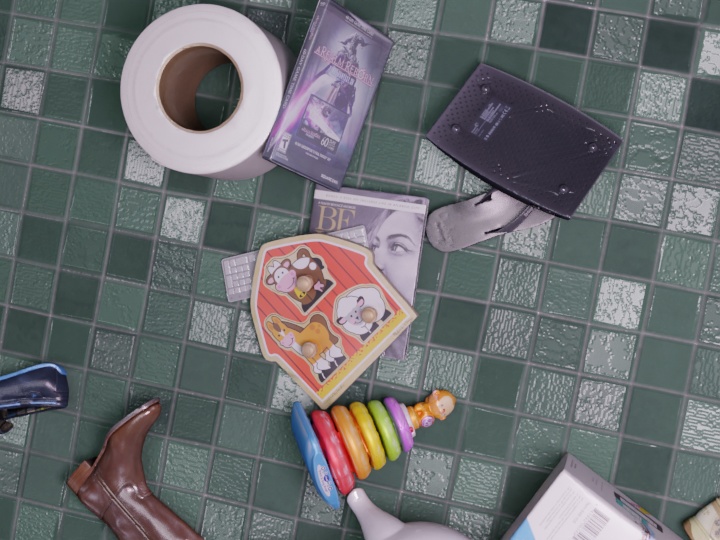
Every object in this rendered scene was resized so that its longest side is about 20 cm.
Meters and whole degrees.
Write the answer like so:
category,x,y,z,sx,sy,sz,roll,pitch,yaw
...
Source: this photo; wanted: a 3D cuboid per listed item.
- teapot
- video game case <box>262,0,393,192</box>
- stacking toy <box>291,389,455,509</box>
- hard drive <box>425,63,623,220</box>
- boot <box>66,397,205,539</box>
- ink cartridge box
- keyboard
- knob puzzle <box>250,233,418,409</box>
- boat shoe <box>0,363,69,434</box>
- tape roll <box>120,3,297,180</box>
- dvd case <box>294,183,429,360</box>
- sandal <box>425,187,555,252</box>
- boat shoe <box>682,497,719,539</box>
category,x,y,z,sx,sy,sz,roll,pitch,yaw
teapot,0.061,0.384,1.500,0.197,0.146,0.200,19,87,-21
video game case,-0.036,-0.207,1.519,0.019,0.143,0.200,21,90,36
stacking toy,0.025,0.195,1.546,0.200,0.110,0.116,-21,119,-7
hard drive,0.192,-0.149,1.503,0.200,0.042,0.135,31,73,17
boot,-0.254,0.286,1.612,0.200,0.064,0.186,46,112,11
ink cartridge box,0.274,0.336,1.466,0.200,0.146,0.147,37,97,9
keyboard,-0.081,-0.008,1.587,0.200,0.011,0.056,-13,89,20
knob puzzle,-0.057,0.043,1.562,0.219,0.030,0.220,3,98,19
boat shoe,-0.473,0.180,1.644,0.200,0.084,0.069,-22,75,13
tape roll,-0.174,-0.213,1.553,0.202,0.139,0.203,0,90,11
dvd case,0.000,0.000,1.573,0.148,0.016,0.200,9,92,19
sandal,0.174,-0.075,1.534,0.200,0.043,0.076,-28,85,10
boat shoe,0.459,0.355,1.467,0.063,0.073,0.200,-42,81,6
